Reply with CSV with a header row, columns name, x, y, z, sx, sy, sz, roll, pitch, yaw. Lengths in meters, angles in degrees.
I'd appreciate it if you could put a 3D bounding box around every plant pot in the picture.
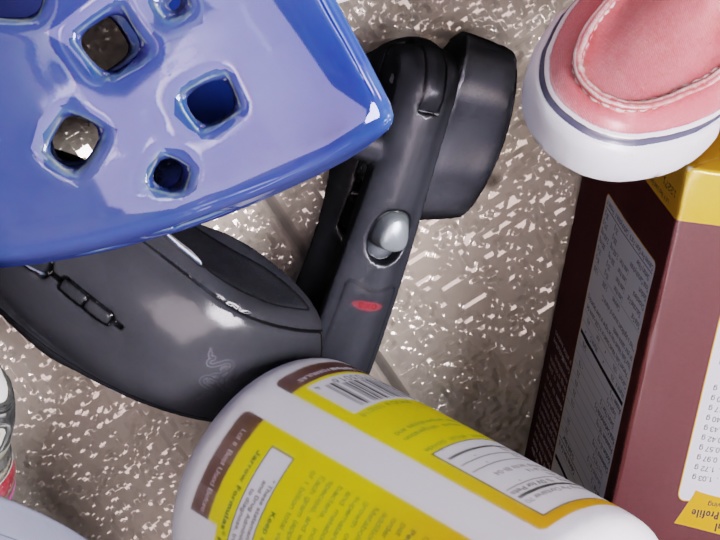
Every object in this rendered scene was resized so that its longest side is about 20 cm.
name,x,y,z,sx,sy,sz,roll,pitch,yaw
plant pot,-0.119,-0.088,0.868,0.179,0.200,0.200,-29,95,-4

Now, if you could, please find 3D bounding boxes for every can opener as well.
name,x,y,z,sx,sy,sz,roll,pitch,yaw
can opener,0.000,0.000,1.022,0.078,0.063,0.200,17,108,-14

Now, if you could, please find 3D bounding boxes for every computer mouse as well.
name,x,y,z,sx,sy,sz,roll,pitch,yaw
computer mouse,-0.123,0.020,0.998,0.200,0.046,0.141,36,113,-7

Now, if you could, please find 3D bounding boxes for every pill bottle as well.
name,x,y,z,sx,sy,sz,roll,pitch,yaw
pill bottle,0.034,0.115,0.943,0.109,0.200,0.110,-27,130,-38

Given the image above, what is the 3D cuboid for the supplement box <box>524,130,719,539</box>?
name,x,y,z,sx,sy,sz,roll,pitch,yaw
supplement box,0.182,0.044,1.026,0.197,0.133,0.201,7,110,-11

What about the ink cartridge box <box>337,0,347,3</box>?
name,x,y,z,sx,sy,sz,roll,pitch,yaw
ink cartridge box,0.014,-0.211,0.929,0.146,0.083,0.201,-17,113,-1

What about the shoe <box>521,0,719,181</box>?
name,x,y,z,sx,sy,sz,roll,pitch,yaw
shoe,0.133,-0.112,0.929,0.071,0.200,0.091,40,139,14

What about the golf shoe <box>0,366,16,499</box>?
name,x,y,z,sx,sy,sz,roll,pitch,yaw
golf shoe,-0.226,0.039,0.984,0.199,0.073,0.092,6,128,2

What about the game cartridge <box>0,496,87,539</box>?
name,x,y,z,sx,sy,sz,roll,pitch,yaw
game cartridge,-0.165,0.128,0.993,0.133,0.041,0.200,-13,154,17
